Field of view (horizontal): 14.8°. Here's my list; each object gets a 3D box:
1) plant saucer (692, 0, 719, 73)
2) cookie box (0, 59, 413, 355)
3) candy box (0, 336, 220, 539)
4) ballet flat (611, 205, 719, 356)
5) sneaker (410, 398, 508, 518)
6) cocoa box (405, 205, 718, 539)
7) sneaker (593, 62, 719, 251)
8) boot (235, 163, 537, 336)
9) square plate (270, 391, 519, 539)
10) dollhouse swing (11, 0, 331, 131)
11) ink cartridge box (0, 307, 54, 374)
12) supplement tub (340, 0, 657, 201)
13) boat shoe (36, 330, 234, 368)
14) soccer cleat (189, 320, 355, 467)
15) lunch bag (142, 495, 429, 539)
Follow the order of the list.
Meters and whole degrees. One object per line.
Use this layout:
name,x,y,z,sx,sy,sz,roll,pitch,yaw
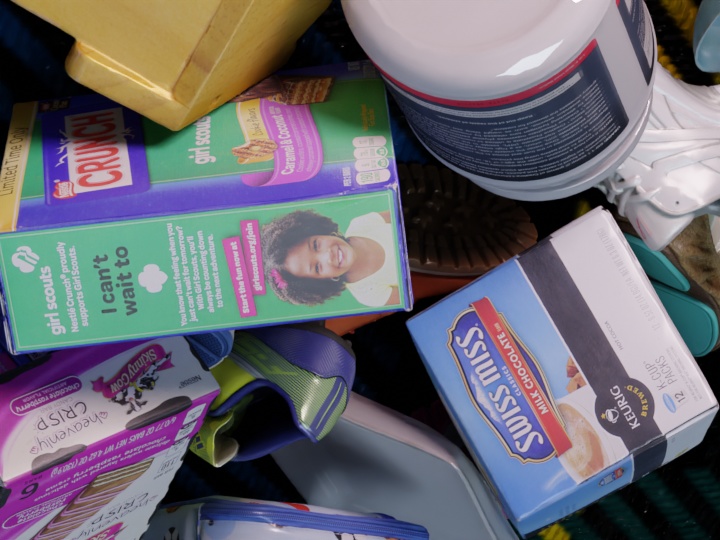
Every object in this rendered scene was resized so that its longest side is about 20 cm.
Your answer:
plant saucer,0.262,-0.178,1.521,0.200,0.027,0.200,-29,164,-9
cookie box,-0.080,-0.035,1.409,0.200,0.171,0.075,-7,116,1
candy box,-0.168,0.114,1.487,0.136,0.061,0.200,-23,159,-31
ballet flat,0.197,-0.012,1.675,0.072,0.068,0.200,-58,153,-11
sneaker,0.122,0.105,1.756,0.200,0.081,0.088,-19,142,2
cocoa box,0.116,0.065,1.603,0.131,0.134,0.200,-29,170,0
sneaker,0.155,-0.064,1.549,0.200,0.100,0.078,13,164,-9
boot,0.000,0.000,1.600,0.200,0.075,0.107,-4,141,-16
square plate,0.018,0.126,1.660,0.028,0.198,0.200,-54,142,-19
dollhouse swing,-0.091,-0.207,1.370,0.200,0.176,0.182,-58,170,30
ink cartridge box,-0.258,0.068,1.508,0.200,0.119,0.042,-41,178,14
supplement tub,0.076,-0.124,1.419,0.140,0.141,0.200,-29,158,3
boat shoe,-0.146,0.036,1.549,0.200,0.072,0.072,-18,137,31
soccer cleat,-0.091,0.073,1.561,0.200,0.084,0.065,-10,139,38
lunch bag,-0.055,0.179,1.677,0.160,0.076,0.200,7,170,-27
